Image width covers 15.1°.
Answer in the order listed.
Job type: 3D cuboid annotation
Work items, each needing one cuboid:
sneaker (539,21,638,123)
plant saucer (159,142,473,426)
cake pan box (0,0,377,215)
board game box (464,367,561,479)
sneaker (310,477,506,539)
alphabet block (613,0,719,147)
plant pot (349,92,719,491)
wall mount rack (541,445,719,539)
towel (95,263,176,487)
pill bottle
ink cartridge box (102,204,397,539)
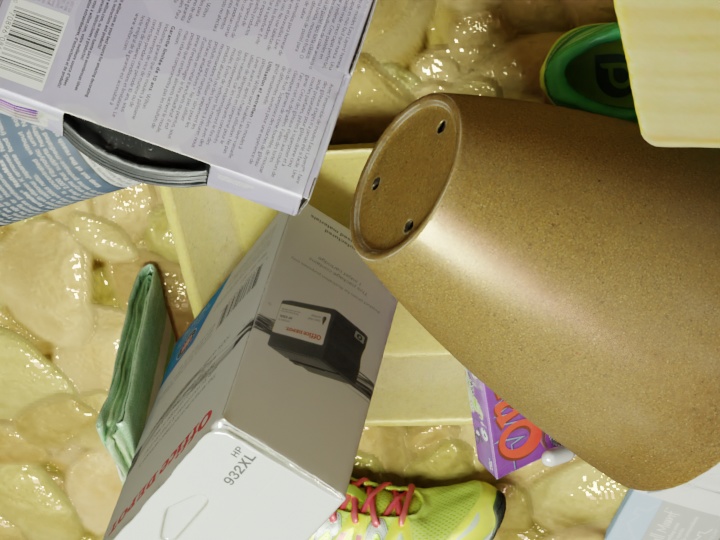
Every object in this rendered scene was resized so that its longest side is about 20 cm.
[{"bbox_3d":[0.190,-0.103,1.426,0.199,0.084,0.074,-7,97,17],"label":"sneaker"},{"bbox_3d":[0.000,0.000,1.578,0.199,0.049,0.200,-2,126,15],"label":"plant saucer"},{"bbox_3d":[-0.085,-0.144,1.404,0.184,0.201,0.052,18,168,-1],"label":"cake pan box"},{"bbox_3d":[0.110,0.012,1.532,0.120,0.032,0.201,-21,126,-15],"label":"board game box"},{"bbox_3d":[-0.007,0.158,1.684,0.199,0.078,0.091,-16,115,21],"label":"sneaker"},{"bbox_3d":[0.227,-0.184,1.246,0.199,0.196,0.197,3,142,18],"label":"alphabet block"},{"bbox_3d":[0.101,-0.009,1.394,0.200,0.187,0.186,26,130,-28],"label":"plant pot"},{"bbox_3d":[0.169,0.150,1.629,0.173,0.075,0.200,16,128,-10],"label":"wall mount rack"},{"bbox_3d":[-0.120,0.122,1.632,0.023,0.153,0.200,-4,127,9],"label":"towel"},{"bbox_3d":[-0.192,-0.088,1.508,0.199,0.120,0.120,-16,122,23],"label":"pill bottle"},{"bbox_3d":[-0.059,0.081,1.494,0.084,0.200,0.145,32,127,-12],"label":"ink cartridge box"}]
